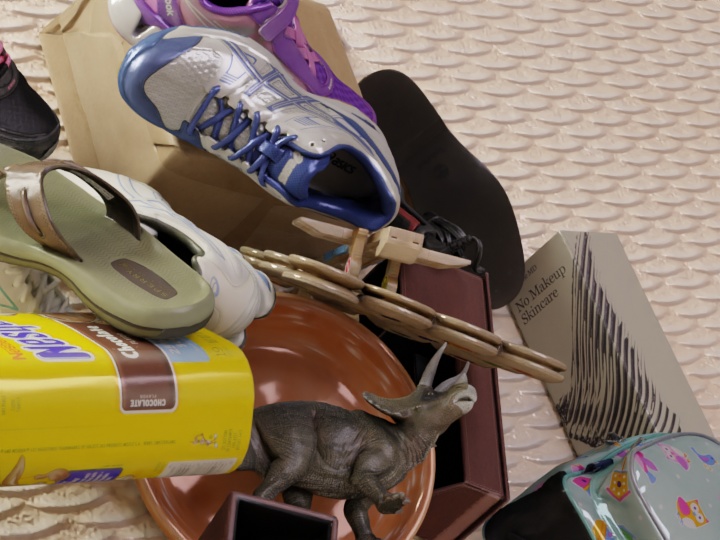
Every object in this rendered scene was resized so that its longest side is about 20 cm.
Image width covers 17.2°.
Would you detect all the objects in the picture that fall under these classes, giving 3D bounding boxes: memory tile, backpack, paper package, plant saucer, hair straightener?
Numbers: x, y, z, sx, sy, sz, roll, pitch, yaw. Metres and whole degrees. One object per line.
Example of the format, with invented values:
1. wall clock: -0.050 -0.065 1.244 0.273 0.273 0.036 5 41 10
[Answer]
1. memory tile: 0.024 0.029 1.510 0.200 0.153 0.017 23 85 -21
2. backpack: 0.198 0.195 1.605 0.176 0.153 0.200 58 25 8
3. paper package: -0.097 -0.107 1.631 0.200 0.103 0.191 9 50 -40
4. plant saucer: -0.052 0.111 1.482 0.200 0.037 0.201 9 61 -17
5. hair straightener: 0.038 -0.042 1.678 0.077 0.041 0.200 17 8 -35

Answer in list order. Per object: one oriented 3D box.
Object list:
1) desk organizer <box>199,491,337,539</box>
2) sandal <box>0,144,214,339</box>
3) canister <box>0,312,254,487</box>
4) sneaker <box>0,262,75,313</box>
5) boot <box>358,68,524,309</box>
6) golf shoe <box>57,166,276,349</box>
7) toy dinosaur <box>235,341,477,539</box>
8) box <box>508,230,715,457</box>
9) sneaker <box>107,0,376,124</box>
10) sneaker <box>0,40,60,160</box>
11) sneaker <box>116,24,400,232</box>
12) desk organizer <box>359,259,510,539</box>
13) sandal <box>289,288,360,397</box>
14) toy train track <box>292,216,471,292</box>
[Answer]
1. desk organizer: -0.063 0.231 1.324 0.072 0.077 0.200 16 52 -15
2. sandal: -0.162 -0.030 1.358 0.201 0.057 0.080 29 41 23
3. canister: -0.178 0.070 1.330 0.200 0.087 0.148 0 12 -34
4. sneaker: -0.215 0.011 1.422 0.200 0.080 0.070 41 34 -10
5. boot: 0.059 -0.063 1.781 0.200 0.074 0.075 59 -5 -6
6. golf shoe: -0.145 -0.023 1.454 0.200 0.078 0.097 25 -10 28
7. toy dinosaur: -0.026 0.114 1.437 0.199 0.077 0.102 -5 50 -6
8. box: 0.185 0.073 1.767 0.068 0.082 0.200 2 54 -43
9. sneaker: -0.064 -0.147 1.542 0.200 0.088 0.081 36 35 -17
10. sneaker: -0.263 -0.150 1.512 0.200 0.095 0.079 41 35 -11
11. sneaker: -0.056 -0.088 1.482 0.200 0.075 0.088 21 23 -26
12. desk organizer: 0.044 0.083 1.622 0.077 0.072 0.200 23 42 -26
13. sandal: -0.016 0.070 1.573 0.078 0.070 0.212 28 40 -24
14. toy train track: 0.000 0.000 1.546 0.114 0.200 0.033 14 82 -13
